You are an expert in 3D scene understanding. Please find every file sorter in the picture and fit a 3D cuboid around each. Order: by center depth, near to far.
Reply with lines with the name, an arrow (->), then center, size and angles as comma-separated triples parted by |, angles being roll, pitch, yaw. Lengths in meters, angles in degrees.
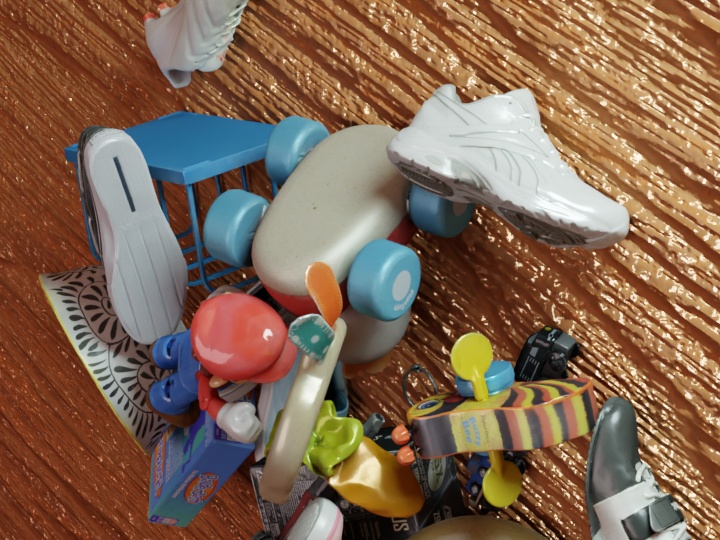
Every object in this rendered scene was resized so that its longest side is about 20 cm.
file sorter -> -0.154, -0.064, 1.620 | 0.199, 0.138, 0.124 | 13, 118, 49

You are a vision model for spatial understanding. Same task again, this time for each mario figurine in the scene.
mario figurine -> -0.106, 0.078, 1.467 | 0.124, 0.105, 0.200 | 62, 149, -1

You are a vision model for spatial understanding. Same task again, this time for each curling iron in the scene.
curling iron -> -0.042, 0.195, 1.478 | 0.200, 0.049, 0.026 | -48, 66, 20

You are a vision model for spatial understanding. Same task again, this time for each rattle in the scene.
rattle -> -0.001, 0.102, 1.356 | 0.142, 0.130, 0.202 | 30, 122, 13

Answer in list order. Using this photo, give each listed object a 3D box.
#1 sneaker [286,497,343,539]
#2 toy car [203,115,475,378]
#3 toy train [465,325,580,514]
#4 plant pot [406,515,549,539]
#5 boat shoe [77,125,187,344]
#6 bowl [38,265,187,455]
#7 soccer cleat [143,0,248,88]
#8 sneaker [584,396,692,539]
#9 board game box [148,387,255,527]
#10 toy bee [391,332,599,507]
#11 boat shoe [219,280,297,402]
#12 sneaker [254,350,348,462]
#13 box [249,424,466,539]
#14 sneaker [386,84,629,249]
sneaker -> -0.027, 0.280, 1.461 | 0.104, 0.076, 0.202 | 20, 121, -5
toy car -> 0.000, 0.000, 1.470 | 0.183, 0.177, 0.201 | 19, 148, 31
toy train -> 0.125, 0.123, 1.417 | 0.046, 0.034, 0.201 | 32, 129, 17
plant pot -> 0.099, 0.303, 1.444 | 0.197, 0.027, 0.203 | 3, 100, 15
boat shoe -> -0.199, -0.036, 1.532 | 0.071, 0.071, 0.202 | -136, 34, -61
bowl -> -0.215, 0.065, 1.667 | 0.202, 0.094, 0.201 | 57, 175, 8
soccer cleat -> -0.136, -0.225, 1.593 | 0.199, 0.069, 0.078 | -21, 93, 60
sneaker -> 0.218, 0.194, 1.316 | 0.088, 0.074, 0.203 | -1, 97, 28
board game box -> -0.155, 0.142, 1.712 | 0.200, 0.044, 0.154 | 131, 145, -52
toy bee -> 0.083, 0.125, 1.360 | 0.199, 0.108, 0.132 | -33, 86, 47
boat shoe -> -0.098, 0.052, 1.568 | 0.199, 0.068, 0.073 | -34, 54, 26
sneaker -> -0.049, 0.137, 1.617 | 0.082, 0.073, 0.202 | 27, 125, 48
box -> 0.010, 0.247, 1.537 | 0.162, 0.086, 0.203 | -10, 97, 32
sneaker -> 0.120, -0.086, 1.314 | 0.198, 0.100, 0.078 | 26, 170, 21
